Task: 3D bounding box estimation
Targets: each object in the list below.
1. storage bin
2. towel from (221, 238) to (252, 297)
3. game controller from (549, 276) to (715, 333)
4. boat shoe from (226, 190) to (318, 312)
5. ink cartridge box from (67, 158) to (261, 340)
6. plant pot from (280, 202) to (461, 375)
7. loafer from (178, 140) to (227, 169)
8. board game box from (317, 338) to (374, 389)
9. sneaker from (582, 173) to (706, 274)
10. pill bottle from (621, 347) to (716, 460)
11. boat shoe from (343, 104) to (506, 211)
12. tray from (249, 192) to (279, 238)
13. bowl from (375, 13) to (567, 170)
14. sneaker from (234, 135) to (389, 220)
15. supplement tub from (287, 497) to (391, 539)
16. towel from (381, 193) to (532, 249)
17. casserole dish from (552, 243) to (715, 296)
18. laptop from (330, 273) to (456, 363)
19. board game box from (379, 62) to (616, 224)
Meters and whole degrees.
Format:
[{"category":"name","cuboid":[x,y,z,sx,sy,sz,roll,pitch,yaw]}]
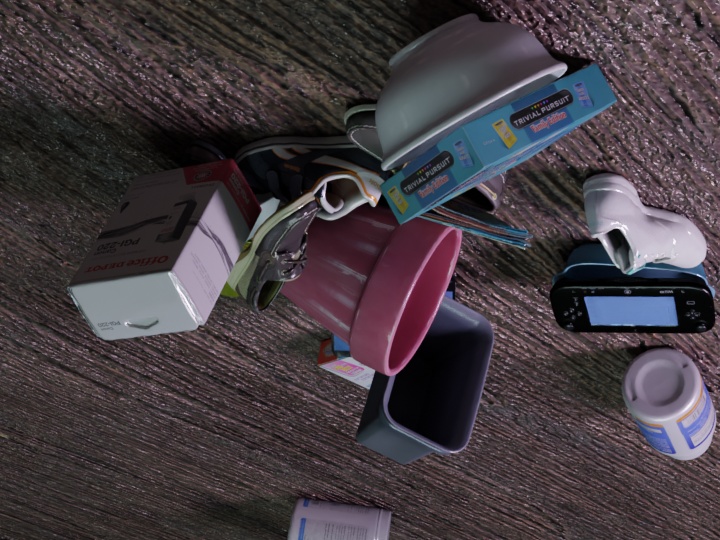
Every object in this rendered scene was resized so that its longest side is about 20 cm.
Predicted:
[{"category":"storage bin","cuboid":[0.064,0.145,1.819,0.145,0.201,0.134,27,146,-14]},{"category":"towel","cuboid":[-0.187,-0.009,1.928,0.085,0.018,0.200,14,154,-9]},{"category":"game controller","cuboid":[0.333,0.043,1.750,0.198,0.043,0.104,-1,153,18]},{"category":"boat shoe","cuboid":[-0.088,-0.019,1.602,0.065,0.073,0.200,52,146,8]},{"category":"ink cartridge box","cuboid":[-0.215,-0.024,1.584,0.144,0.201,0.085,-8,129,27]},{"category":"plant pot","cuboid":[0.000,0.000,1.695,0.178,0.201,0.200,24,158,14]},{"category":"loafer","cuboid":[-0.191,-0.082,1.708,0.071,0.063,0.200,28,156,6]},{"category":"board game box","cuboid":[0.059,0.145,2.138,0.199,0.041,0.152,28,149,-34]},{"category":"sneaker","cuboid":[0.322,-0.030,1.635,0.199,0.089,0.075,27,148,-33]},{"category":"pill bottle","cuboid":[0.448,0.199,2.042,0.111,0.113,0.200,-2,153,22]},{"category":"boat shoe","cuboid":[0.072,-0.122,1.558,0.199,0.061,0.072,19,153,-20]},{"category":"tray","cuboid":[-0.185,-0.034,1.732,0.022,0.199,0.107,52,155,10]},{"category":"bowl","cuboid":[0.089,-0.181,1.352,0.200,0.091,0.201,-28,178,-1]},{"category":"sneaker","cuboid":[-0.062,-0.105,1.621,0.198,0.080,0.078,-3,153,27]},{"category":"supplement tub","cuboid":[-0.043,0.536,2.877,0.198,0.133,0.132,8,155,5]},{"category":"towel","cuboid":[0.098,-0.068,1.593,0.145,0.022,0.200,17,-173,-13]},{"category":"casserole dish","cuboid":[0.338,0.007,1.766,0.198,0.039,0.121,4,154,8]},{"category":"laptop","cuboid":[0.032,0.043,1.859,0.175,0.104,0.200,2,163,12]},{"category":"board game box","cuboid":[0.135,-0.126,1.406,0.199,0.047,0.151,-27,177,-36]}]
